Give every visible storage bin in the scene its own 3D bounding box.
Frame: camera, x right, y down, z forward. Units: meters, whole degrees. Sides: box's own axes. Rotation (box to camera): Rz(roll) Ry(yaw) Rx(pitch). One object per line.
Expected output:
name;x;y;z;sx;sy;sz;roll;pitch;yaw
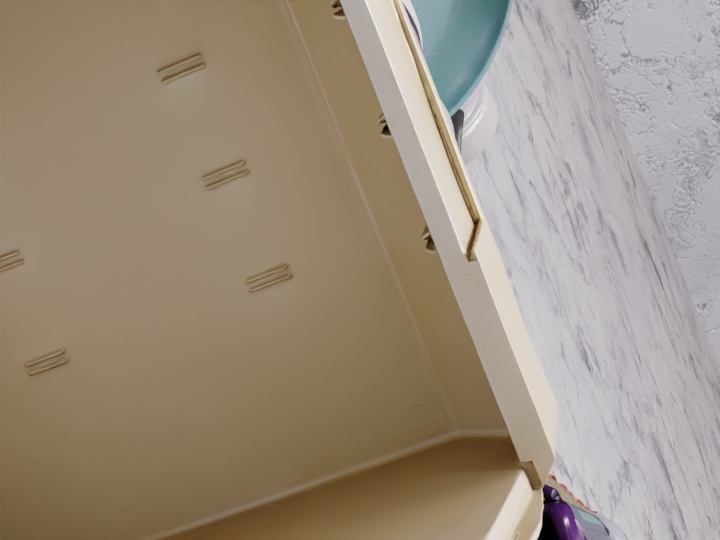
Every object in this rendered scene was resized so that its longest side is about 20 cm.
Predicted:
storage bin;-0.075;-0.002;0.384;0.094;0.197;0.201;-61;130;-74

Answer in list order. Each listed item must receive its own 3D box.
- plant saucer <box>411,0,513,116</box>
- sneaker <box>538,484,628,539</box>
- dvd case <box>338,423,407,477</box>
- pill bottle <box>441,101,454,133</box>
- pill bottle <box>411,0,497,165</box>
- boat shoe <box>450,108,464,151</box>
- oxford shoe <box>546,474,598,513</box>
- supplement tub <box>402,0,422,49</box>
plant saucer;0.002;-0.163;0.901;0.036;0.200;0.200;36;-16;48
sneaker;0.089;0.220;0.849;0.087;0.074;0.202;39;58;-47
dvd case;-0.050;0.037;0.505;0.025;0.150;0.202;19;52;-49
pill bottle;0.000;0.000;0.778;0.201;0.113;0.115;-94;158;-43
pill bottle;0.018;-0.156;1.017;0.111;0.110;0.200;-93;158;-44
boat shoe;0.052;-0.004;0.999;0.074;0.062;0.203;-80;163;-73
oxford shoe;0.131;0.172;1.085;0.070;0.074;0.201;45;30;-56
supplement tub;-0.038;-0.058;0.666;0.141;0.139;0.201;54;24;-45
